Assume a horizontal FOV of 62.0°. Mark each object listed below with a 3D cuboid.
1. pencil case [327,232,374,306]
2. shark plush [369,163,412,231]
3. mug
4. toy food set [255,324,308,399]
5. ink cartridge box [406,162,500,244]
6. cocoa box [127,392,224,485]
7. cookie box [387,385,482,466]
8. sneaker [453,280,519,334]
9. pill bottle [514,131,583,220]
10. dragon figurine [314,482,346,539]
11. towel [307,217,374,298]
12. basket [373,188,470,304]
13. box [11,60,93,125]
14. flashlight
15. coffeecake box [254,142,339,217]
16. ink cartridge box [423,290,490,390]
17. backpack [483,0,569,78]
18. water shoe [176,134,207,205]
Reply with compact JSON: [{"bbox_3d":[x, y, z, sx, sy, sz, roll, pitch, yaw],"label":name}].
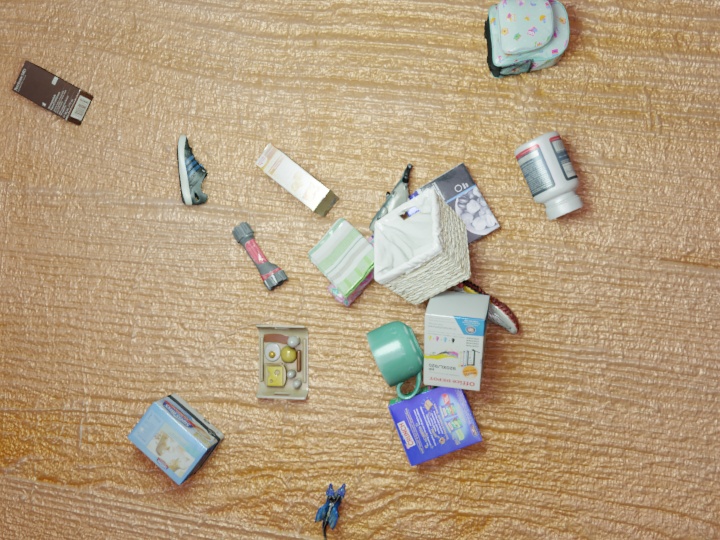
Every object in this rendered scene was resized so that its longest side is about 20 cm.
[{"bbox_3d":[0.000,0.000,1.603,0.087,0.087,0.200,43,96,6],"label":"pencil case"},{"bbox_3d":[0.081,-0.194,1.598,0.090,0.083,0.201,11,99,-30],"label":"shark plush"},{"bbox_3d":[0.104,0.221,1.560,0.114,0.152,0.186,-26,115,4],"label":"mug"},{"bbox_3d":[-0.218,0.250,1.645,0.142,0.060,0.202,0,89,8],"label":"toy food set"},{"bbox_3d":[0.234,-0.151,1.592,0.199,0.043,0.199,-30,86,8],"label":"ink cartridge box"},{"bbox_3d":[-0.505,0.458,1.649,0.200,0.131,0.134,39,95,7],"label":"cocoa box"},{"bbox_3d":[0.194,0.392,1.577,0.199,0.075,0.172,-22,87,7],"label":"cookie box"},{"bbox_3d":[0.326,0.106,1.569,0.199,0.078,0.082,34,109,10],"label":"sneaker"},{"bbox_3d":[0.481,-0.236,1.518,0.119,0.120,0.201,-22,87,7],"label":"pill bottle"},{"bbox_3d":[-0.085,0.650,1.604,0.058,0.099,0.201,19,92,8],"label":"dragon figurine"},{"bbox_3d":[-0.046,-0.039,1.584,0.149,0.031,0.200,-49,48,6],"label":"towel"},{"bbox_3d":[0.153,-0.052,1.479,0.198,0.161,0.201,-29,41,33],"label":"basket"},{"bbox_3d":[-0.891,-0.515,1.741,0.199,0.075,0.101,28,94,9],"label":"box"},{"bbox_3d":[-0.279,-0.042,1.652,0.067,0.068,0.201,-34,86,8],"label":"flashlight"},{"bbox_3d":[-0.165,-0.236,1.593,0.200,0.153,0.073,38,94,6],"label":"coffeecake box"},{"bbox_3d":[0.239,0.173,1.501,0.146,0.145,0.201,5,114,14],"label":"ink cartridge box"},{"bbox_3d":[0.425,-0.597,1.515,0.198,0.153,0.177,-4,84,1],"label":"backpack"},{"bbox_3d":[-0.473,-0.282,1.692,0.078,0.071,0.202,-5,87,-20],"label":"water shoe"}]
